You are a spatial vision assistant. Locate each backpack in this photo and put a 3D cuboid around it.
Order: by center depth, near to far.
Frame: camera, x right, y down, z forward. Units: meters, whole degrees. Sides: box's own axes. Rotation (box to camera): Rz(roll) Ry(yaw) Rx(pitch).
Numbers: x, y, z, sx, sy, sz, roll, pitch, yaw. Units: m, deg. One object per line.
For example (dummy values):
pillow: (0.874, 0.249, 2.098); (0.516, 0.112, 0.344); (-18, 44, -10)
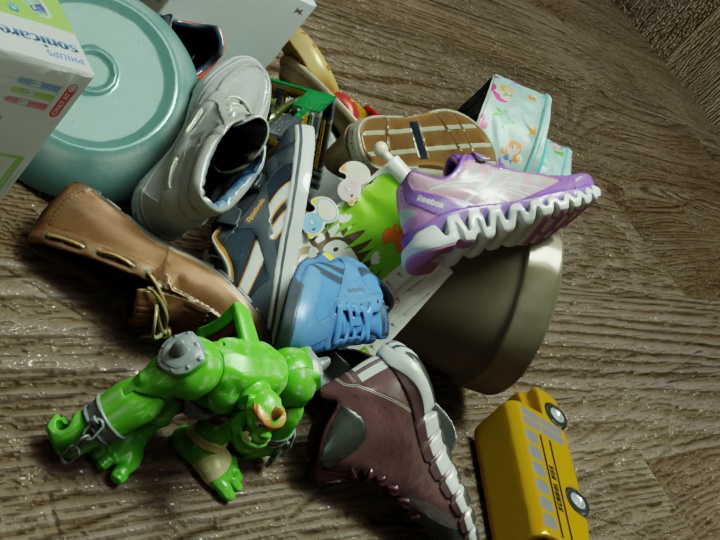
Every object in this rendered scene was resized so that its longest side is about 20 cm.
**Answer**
backpack: (0.148, -0.103, 1.342); (0.149, 0.202, 0.178); (18, 28, 3)

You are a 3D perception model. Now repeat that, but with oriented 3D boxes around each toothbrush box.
toothbrush box: (-0.298, -0.171, 0.908); (0.086, 0.146, 0.201); (9, 43, -50)

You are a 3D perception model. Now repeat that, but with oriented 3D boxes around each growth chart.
growth chart: (0.000, 0.000, 1.080); (0.144, 0.201, 0.018); (39, -6, -2)

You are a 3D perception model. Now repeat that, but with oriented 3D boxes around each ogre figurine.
ogre figurine: (-0.105, 0.091, 0.847); (0.199, 0.120, 0.099); (26, 32, -32)

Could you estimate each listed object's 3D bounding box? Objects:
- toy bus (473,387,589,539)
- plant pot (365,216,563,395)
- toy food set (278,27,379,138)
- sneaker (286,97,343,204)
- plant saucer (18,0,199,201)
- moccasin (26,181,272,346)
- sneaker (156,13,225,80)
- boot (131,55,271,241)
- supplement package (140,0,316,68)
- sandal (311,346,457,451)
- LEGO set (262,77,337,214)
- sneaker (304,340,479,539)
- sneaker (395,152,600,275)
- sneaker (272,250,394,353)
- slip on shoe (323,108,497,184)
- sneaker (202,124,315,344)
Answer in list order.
toy bus: (0.154, 0.191, 1.139); (0.078, 0.065, 0.201); (29, 31, -25)
plant pot: (0.070, 0.002, 1.172); (0.172, 0.201, 0.201); (15, 36, -19)
toy food set: (-0.016, -0.162, 1.324); (0.200, 0.049, 0.198); (45, -4, 23)
sneaker: (-0.026, -0.093, 1.288); (0.201, 0.075, 0.088); (51, 14, -1)
plant saucer: (-0.220, -0.155, 1.002); (0.198, 0.036, 0.202); (8, 68, -21)
moccasin: (-0.156, 0.016, 0.929); (0.201, 0.074, 0.078); (37, 59, -12)
sneaker: (-0.205, -0.191, 1.083); (0.199, 0.084, 0.076); (-20, 94, -41)
boot: (-0.100, -0.106, 0.985); (0.074, 0.095, 0.201); (46, 51, -28)
supplement package: (-0.174, -0.302, 1.258); (0.150, 0.152, 0.201); (14, 40, -45)
sandal: (-0.003, 0.099, 1.033); (0.199, 0.045, 0.075); (37, 64, -6)
LEGO set: (-0.107, -0.107, 1.173); (0.152, 0.117, 0.200); (13, 26, 2)
sneaker: (0.016, 0.165, 0.983); (0.202, 0.115, 0.076); (71, -16, -11)
sneaker: (0.113, -0.064, 1.062); (0.198, 0.081, 0.089); (-14, 71, -23)
sneaker: (-0.015, 0.030, 0.969); (0.078, 0.067, 0.200); (21, 12, 7)
slip on shoe: (0.051, -0.109, 1.186); (0.199, 0.060, 0.077); (-8, 79, -45)
sneaker: (-0.085, -0.035, 1.022); (0.079, 0.079, 0.202); (11, 67, -4)
